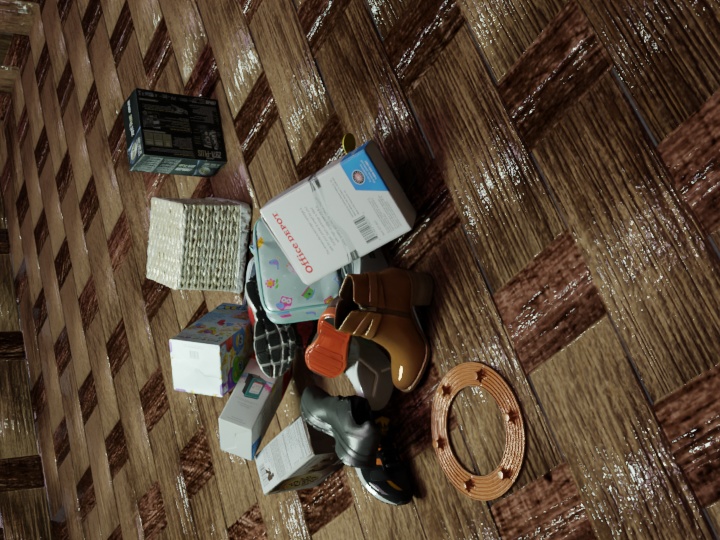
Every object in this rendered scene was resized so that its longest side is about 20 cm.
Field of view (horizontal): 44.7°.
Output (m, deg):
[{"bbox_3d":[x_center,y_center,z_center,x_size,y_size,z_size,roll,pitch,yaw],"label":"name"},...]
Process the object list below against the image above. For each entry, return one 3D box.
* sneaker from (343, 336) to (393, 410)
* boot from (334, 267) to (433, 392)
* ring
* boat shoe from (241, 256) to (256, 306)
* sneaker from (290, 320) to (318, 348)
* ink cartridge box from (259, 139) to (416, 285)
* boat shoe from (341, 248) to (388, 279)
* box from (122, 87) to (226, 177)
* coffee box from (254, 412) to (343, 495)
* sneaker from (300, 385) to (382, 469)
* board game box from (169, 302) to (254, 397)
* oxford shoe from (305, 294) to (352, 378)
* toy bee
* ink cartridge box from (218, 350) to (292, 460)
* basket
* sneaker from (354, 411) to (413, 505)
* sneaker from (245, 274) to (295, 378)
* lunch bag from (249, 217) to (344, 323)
[{"bbox_3d":[0.001,0.157,1.479,0.080,0.070,0.201,-62,36,41],"label":"sneaker"},{"bbox_3d":[0.033,0.094,1.348,0.077,0.155,0.201,28,113,51],"label":"boot"},{"bbox_3d":[0.164,0.234,1.279,0.200,0.019,0.201,-2,87,54],"label":"ring"},{"bbox_3d":[-0.191,0.069,1.743,0.091,0.071,0.201,5,93,57],"label":"boat shoe"},{"bbox_3d":[-0.127,0.040,1.647,0.095,0.079,0.201,15,102,56],"label":"sneaker"},{"bbox_3d":[-0.034,-0.091,1.383,0.200,0.084,0.146,-27,104,18],"label":"ink cartridge box"},{"bbox_3d":[0.000,0.000,1.470,0.068,0.072,0.200,-47,50,41],"label":"boat shoe"},{"bbox_3d":[-0.416,-0.304,1.958,0.086,0.200,0.164,-31,66,49],"label":"box"},{"bbox_3d":[-0.091,0.323,1.562,0.200,0.113,0.080,-46,54,44],"label":"coffee box"},{"bbox_3d":[-0.025,0.231,1.406,0.200,0.076,0.091,36,113,45],"label":"sneaker"},{"bbox_3d":[-0.260,0.145,1.651,0.105,0.200,0.103,5,109,20],"label":"board game box"},{"bbox_3d":[-0.040,0.109,1.437,0.200,0.071,0.073,114,-178,-51],"label":"oxford shoe"},{"bbox_3d":[-0.014,-0.169,1.460,0.200,0.108,0.131,-30,62,51],"label":"toy bee"},{"bbox_3d":[-0.190,0.234,1.626,0.116,0.067,0.200,98,-167,-50],"label":"ink cartridge box"},{"bbox_3d":[-0.355,-0.062,1.906,0.198,0.160,0.201,15,100,55],"label":"basket"},{"bbox_3d":[0.029,0.287,1.425,0.200,0.070,0.090,53,134,44],"label":"sneaker"},{"bbox_3d":[-0.166,0.107,1.616,0.085,0.077,0.201,110,151,-64],"label":"sneaker"},{"bbox_3d":[-0.111,-0.011,1.544,0.077,0.160,0.201,70,-170,-66],"label":"lunch bag"}]
